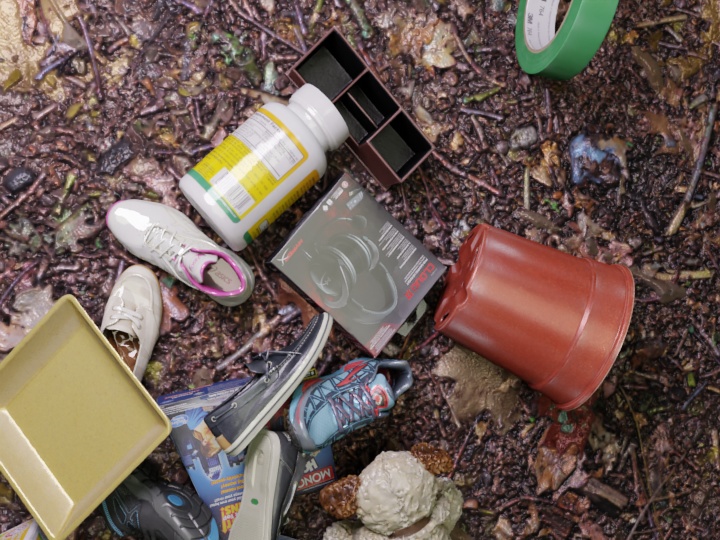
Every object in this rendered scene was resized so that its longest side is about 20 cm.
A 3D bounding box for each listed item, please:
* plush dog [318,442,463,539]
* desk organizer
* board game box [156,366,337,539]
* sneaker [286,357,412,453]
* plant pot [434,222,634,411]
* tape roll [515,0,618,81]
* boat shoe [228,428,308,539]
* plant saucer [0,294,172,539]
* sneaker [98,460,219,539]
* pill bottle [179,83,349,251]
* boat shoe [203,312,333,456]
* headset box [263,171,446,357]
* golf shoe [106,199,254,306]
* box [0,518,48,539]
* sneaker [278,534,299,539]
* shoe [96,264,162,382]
[{"bbox_3d":[0.046,0.302,0.975,0.197,0.160,0.174,-21,113,-11],"label":"plush dog"},{"bbox_3d":[0.001,-0.203,1.009,0.072,0.077,0.200,-43,100,-9],"label":"desk organizer"},{"bbox_3d":[-0.136,0.237,0.992,0.197,0.062,0.204,-11,95,-14],"label":"board game box"},{"bbox_3d":[-0.007,0.150,0.959,0.199,0.095,0.080,-31,102,-50],"label":"sneaker"},{"bbox_3d":[0.209,0.047,1.016,0.193,0.201,0.204,23,86,-5],"label":"plant pot"},{"bbox_3d":[0.260,-0.346,1.008,0.047,0.200,0.204,10,89,-14],"label":"tape roll"},{"bbox_3d":[-0.107,0.290,0.934,0.067,0.071,0.204,15,86,-45],"label":"boat shoe"},{"bbox_3d":[-0.327,0.165,0.908,0.200,0.048,0.200,-44,79,8],"label":"plant saucer"},{"bbox_3d":[-0.246,0.283,0.933,0.198,0.073,0.083,31,93,27],"label":"sneaker"},{"bbox_3d":[-0.112,-0.129,0.964,0.200,0.113,0.113,-44,100,-9],"label":"pill bottle"},{"bbox_3d":[-0.105,0.122,0.932,0.062,0.075,0.201,42,77,-4],"label":"boat shoe"},{"bbox_3d":[0.000,0.000,1.014,0.200,0.077,0.149,43,81,-10],"label":"headset box"},{"bbox_3d":[-0.212,-0.026,0.954,0.198,0.091,0.076,29,86,-11],"label":"golf shoe"},{"bbox_3d":[-0.440,0.384,0.898,0.198,0.101,0.114,-25,97,-12],"label":"box"},{"bbox_3d":[-0.141,0.430,0.988,0.080,0.115,0.202,24,56,-15],"label":"sneaker"},{"bbox_3d":[-0.281,0.094,0.957,0.069,0.053,0.204,12,88,-14],"label":"shoe"}]
